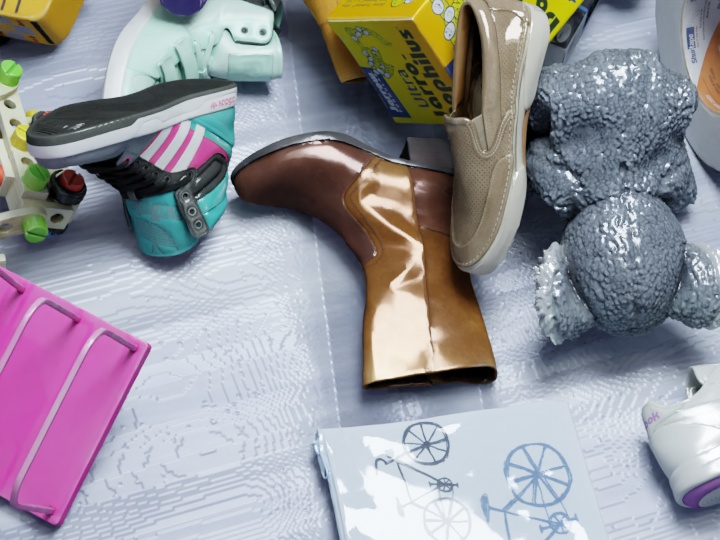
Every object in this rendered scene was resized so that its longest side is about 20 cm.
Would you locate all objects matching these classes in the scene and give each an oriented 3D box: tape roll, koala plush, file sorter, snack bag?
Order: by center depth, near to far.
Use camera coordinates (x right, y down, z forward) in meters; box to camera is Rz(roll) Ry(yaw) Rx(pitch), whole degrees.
[{"bbox_3d":[-0.269,0.060,1.355,0.199,0.125,0.140,26,84,10],"label":"file sorter"},{"bbox_3d":[0.076,0.183,1.412,0.198,0.021,0.190,-6,56,-12],"label":"snack bag"},{"bbox_3d":[0.187,-0.042,1.504,0.176,0.184,0.202,-1,67,-8],"label":"koala plush"},{"bbox_3d":[0.301,-0.179,1.582,0.066,0.201,0.201,-10,58,-15],"label":"tape roll"}]

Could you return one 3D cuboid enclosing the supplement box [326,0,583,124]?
[{"bbox_3d":[0.089,-0.220,1.576,0.109,0.109,0.200,7,52,52],"label":"supplement box"}]

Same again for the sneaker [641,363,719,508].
[{"bbox_3d":[0.296,0.094,1.470,0.199,0.075,0.100,-21,62,-20],"label":"sneaker"}]

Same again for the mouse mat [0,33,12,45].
[{"bbox_3d":[-0.392,-0.230,1.640,0.198,0.008,0.162,-10,58,-15],"label":"mouse mat"}]

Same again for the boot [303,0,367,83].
[{"bbox_3d":[-0.027,-0.220,1.594,0.200,0.071,0.145,-5,84,-38],"label":"boot"}]

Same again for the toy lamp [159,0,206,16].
[{"bbox_3d":[-0.132,-0.286,1.611,0.058,0.058,0.201,7,53,-3],"label":"toy lamp"}]

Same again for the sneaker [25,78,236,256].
[{"bbox_3d":[-0.163,-0.067,1.485,0.083,0.122,0.199,10,19,37],"label":"sneaker"}]

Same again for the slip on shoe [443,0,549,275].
[{"bbox_3d":[0.087,-0.099,1.476,0.060,0.202,0.076,9,6,-30],"label":"slip on shoe"}]

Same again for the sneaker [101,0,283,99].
[{"bbox_3d":[-0.125,-0.159,1.583,0.117,0.074,0.201,14,52,10],"label":"sneaker"}]

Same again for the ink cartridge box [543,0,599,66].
[{"bbox_3d":[0.098,-0.245,1.699,0.199,0.039,0.100,24,57,9],"label":"ink cartridge box"}]

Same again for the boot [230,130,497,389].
[{"bbox_3d":[0.000,0.000,1.518,0.186,0.069,0.202,3,62,-15],"label":"boot"}]

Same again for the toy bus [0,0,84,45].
[{"bbox_3d":[-0.241,-0.284,1.608,0.078,0.065,0.202,11,80,11],"label":"toy bus"}]

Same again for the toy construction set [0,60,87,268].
[{"bbox_3d":[-0.280,-0.077,1.499,0.130,0.092,0.202,6,59,-34],"label":"toy construction set"}]
